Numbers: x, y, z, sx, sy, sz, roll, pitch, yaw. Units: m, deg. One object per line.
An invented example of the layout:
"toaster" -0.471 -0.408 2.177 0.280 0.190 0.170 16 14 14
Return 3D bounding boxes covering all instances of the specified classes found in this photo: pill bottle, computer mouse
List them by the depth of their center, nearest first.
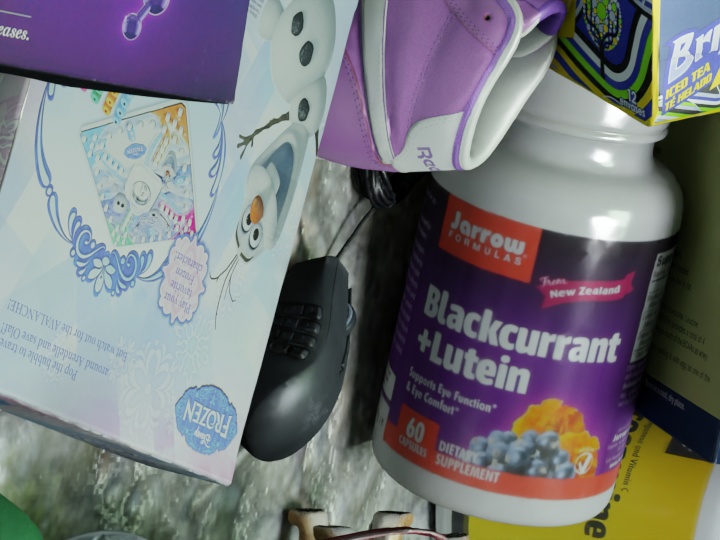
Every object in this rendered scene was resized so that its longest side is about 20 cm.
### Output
"computer mouse" 0.000 0.000 1.130 0.200 0.034 0.059 -62 148 -33
"pill bottle" 0.077 0.000 1.165 0.111 0.111 0.201 -21 126 -60
"pill bottle" 0.145 0.116 1.272 0.112 0.199 0.112 -33 128 -56

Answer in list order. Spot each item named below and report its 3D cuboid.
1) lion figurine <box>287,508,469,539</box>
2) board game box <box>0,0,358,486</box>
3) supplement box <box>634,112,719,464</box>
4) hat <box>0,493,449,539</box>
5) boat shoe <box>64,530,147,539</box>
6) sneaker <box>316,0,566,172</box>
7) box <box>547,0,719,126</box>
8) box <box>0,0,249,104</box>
"lion figurine" 0.003 0.162 1.096 0.200 0.072 0.123 150 -59 -87
"board game box" -0.080 -0.041 0.942 0.200 0.043 0.200 32 69 -62
"supplement box" 0.201 -0.025 1.195 0.200 0.134 0.201 -144 -117 -73
"hat" -0.107 0.109 0.787 0.200 0.176 0.166 -66 149 -28
"boat shoe" -0.131 0.175 0.910 0.200 0.073 0.067 -48 155 -32
"sneaker" 0.036 -0.137 1.063 0.073 0.114 0.201 0 98 -62
"box" 0.095 -0.122 1.090 0.070 0.200 0.065 -12 115 -23
"box" -0.117 -0.130 0.757 0.200 0.079 0.142 5 92 -50
